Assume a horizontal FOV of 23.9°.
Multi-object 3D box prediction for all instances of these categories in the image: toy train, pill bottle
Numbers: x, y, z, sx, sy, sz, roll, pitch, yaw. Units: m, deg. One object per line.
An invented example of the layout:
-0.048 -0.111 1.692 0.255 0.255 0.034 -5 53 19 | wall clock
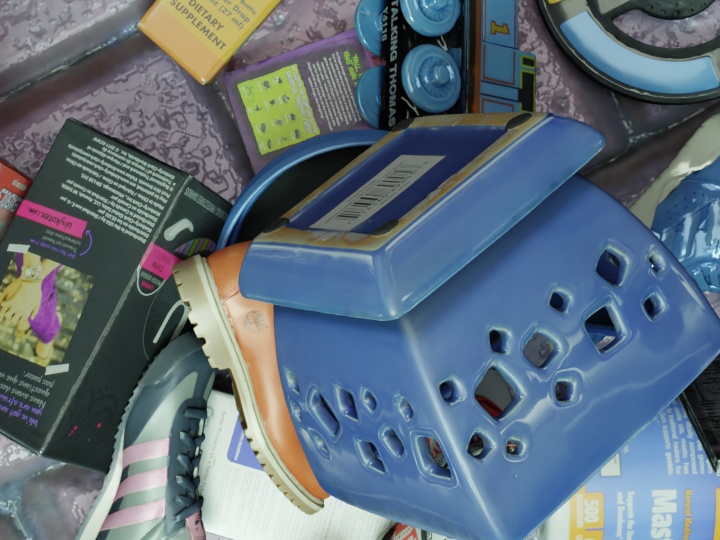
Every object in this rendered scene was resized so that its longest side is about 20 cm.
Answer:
0.060 -0.168 1.156 0.114 0.087 0.201 8 78 -32 | toy train
0.217 0.137 1.131 0.199 0.112 0.113 -3 86 0 | pill bottle

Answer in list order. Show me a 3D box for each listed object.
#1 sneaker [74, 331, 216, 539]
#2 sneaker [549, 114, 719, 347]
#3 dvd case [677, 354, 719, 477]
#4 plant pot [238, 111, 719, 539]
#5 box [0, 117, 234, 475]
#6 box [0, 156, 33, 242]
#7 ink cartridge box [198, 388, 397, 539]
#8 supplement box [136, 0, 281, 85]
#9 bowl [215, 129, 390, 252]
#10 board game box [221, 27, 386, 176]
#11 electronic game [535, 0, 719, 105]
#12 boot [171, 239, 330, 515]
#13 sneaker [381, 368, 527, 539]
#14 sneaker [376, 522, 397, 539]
-0.123 0.143 1.115 0.082 0.070 0.201 25 99 27 | sneaker
0.224 0.001 1.146 0.111 0.077 0.200 39 81 15 | sneaker
0.280 0.077 1.098 0.148 0.200 0.016 -5 112 0 | dvd case
0.057 0.020 0.988 0.200 0.200 0.180 -39 113 -24 | plant pot
-0.173 0.021 1.122 0.106 0.122 0.201 27 87 23 | box
-0.284 -0.052 1.099 0.102 0.200 0.095 36 87 2 | box
-0.033 0.150 1.169 0.199 0.037 0.095 16 87 3 | ink cartridge box
-0.065 -0.222 1.167 0.066 0.069 0.200 41 90 -7 | supplement box
0.000 0.000 1.126 0.200 0.039 0.202 -4 117 -8 | bowl
-0.009 -0.061 1.187 0.120 0.032 0.201 -19 87 3 | board game box
0.219 -0.215 1.189 0.199 0.042 0.201 0 86 0 | electronic game
-0.036 0.065 1.092 0.107 0.075 0.201 -23 118 -5 | boot
0.083 0.121 1.090 0.067 0.108 0.202 40 45 -11 | sneaker
0.098 0.237 1.105 0.200 0.111 0.077 42 82 -10 | sneaker
